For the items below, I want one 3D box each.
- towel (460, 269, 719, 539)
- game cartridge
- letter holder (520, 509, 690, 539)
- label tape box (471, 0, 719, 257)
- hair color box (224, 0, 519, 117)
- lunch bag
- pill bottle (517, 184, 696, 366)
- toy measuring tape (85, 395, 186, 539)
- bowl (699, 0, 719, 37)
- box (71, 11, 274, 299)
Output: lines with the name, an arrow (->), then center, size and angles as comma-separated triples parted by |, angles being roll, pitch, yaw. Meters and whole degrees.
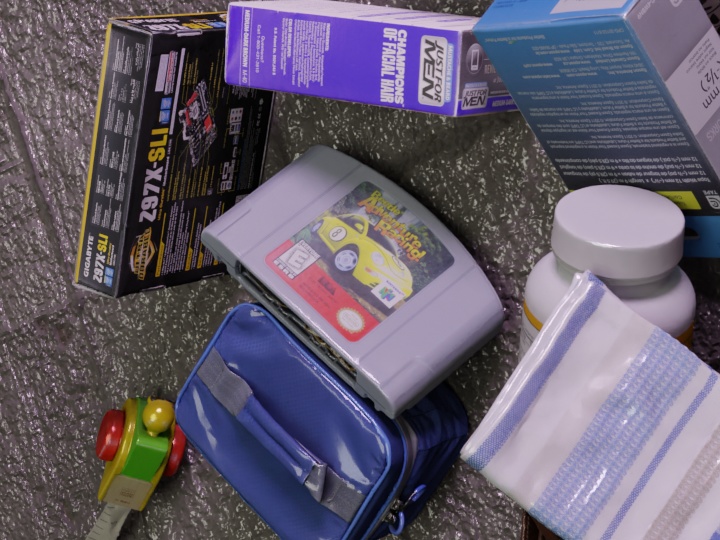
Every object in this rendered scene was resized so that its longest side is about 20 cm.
towel -> 0.175, 0.112, 1.330 | 0.200, 0.024, 0.147 | 37, 74, 0
game cartridge -> 0.000, 0.000, 1.562 | 0.200, 0.133, 0.041 | 42, 150, 20
letter holder -> 0.205, 0.224, 1.397 | 0.199, 0.101, 0.143 | 2, 102, -9
label tape box -> 0.182, -0.101, 1.420 | 0.143, 0.066, 0.200 | 3, 136, 51
hair color box -> 0.015, -0.151, 1.539 | 0.199, 0.109, 0.065 | 9, 102, 35
lunch bag -> -0.030, 0.117, 1.595 | 0.200, 0.132, 0.136 | 43, 119, 24
pill bottle -> 0.160, 0.051, 1.435 | 0.112, 0.113, 0.201 | 22, 125, 31
toy measuring tape -> -0.188, 0.158, 1.767 | 0.074, 0.073, 0.200 | 51, 139, 18
bowl -> 0.187, -0.240, 1.413 | 0.200, 0.094, 0.202 | 6, 101, 35
box -> -0.134, -0.088, 1.623 | 0.049, 0.159, 0.201 | 19, 109, 33
